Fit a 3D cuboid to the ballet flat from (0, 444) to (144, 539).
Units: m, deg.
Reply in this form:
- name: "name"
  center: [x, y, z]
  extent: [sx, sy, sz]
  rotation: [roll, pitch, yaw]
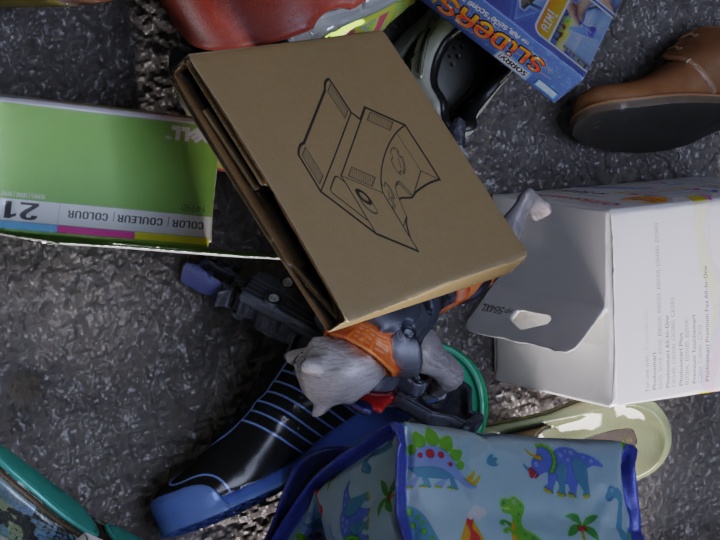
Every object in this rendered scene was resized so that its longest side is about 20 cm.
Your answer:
- name: "ballet flat"
  center: [-0.167, 0.166, 1.389]
  extent: [0.200, 0.074, 0.074]
  rotation: [37, 75, -27]

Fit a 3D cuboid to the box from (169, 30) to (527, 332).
- name: "box"
  center: [-0.002, -0.054, 1.322]
  extent: [0.164, 0.021, 0.200]
  rotation: [58, 31, 10]

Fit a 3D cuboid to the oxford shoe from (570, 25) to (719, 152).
- name: "oxford shoe"
  center: [0.217, -0.125, 1.615]
  extent: [0.200, 0.071, 0.071]
  rotation: [-12, 72, -30]

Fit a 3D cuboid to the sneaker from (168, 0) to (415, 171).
- name: "sneaker"
  center: [-0.036, -0.130, 1.444]
  extent: [0.200, 0.078, 0.090]
  rotation: [-37, 140, -31]

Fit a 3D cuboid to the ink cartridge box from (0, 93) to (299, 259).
- name: "ink cartridge box"
  center: [-0.138, -0.052, 1.301]
  extent: [0.148, 0.200, 0.076]
  rotation: [5, 93, -33]

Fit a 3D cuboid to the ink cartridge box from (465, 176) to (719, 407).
- name: "ink cartridge box"
  center: [0.180, 0.011, 1.555]
  extent: [0.200, 0.129, 0.125]
  rotation: [-6, 98, -33]

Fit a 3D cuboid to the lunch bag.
- name: "lunch bag"
  center: [0.047, 0.166, 1.413]
  extent: [0.170, 0.200, 0.127]
  rotation: [7, 63, -26]

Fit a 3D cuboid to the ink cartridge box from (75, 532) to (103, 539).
- name: "ink cartridge box"
  center: [-0.120, 0.250, 1.374]
  extent: [0.200, 0.083, 0.147]
  rotation: [31, 120, -31]

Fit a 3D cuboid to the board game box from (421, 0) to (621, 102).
- name: "board game box"
  center: [0.107, -0.214, 1.475]
  extent: [0.135, 0.034, 0.200]
  rotation: [37, 52, -11]

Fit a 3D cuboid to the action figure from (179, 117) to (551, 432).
- name: "action figure"
  center: [0.000, 0.000, 1.416]
  extent: [0.200, 0.105, 0.194]
  rotation: [23, 52, 6]

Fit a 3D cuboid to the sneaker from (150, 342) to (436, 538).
- name: "sneaker"
  center: [-0.048, 0.088, 1.461]
  extent: [0.200, 0.070, 0.078]
  rotation: [-27, 83, -20]

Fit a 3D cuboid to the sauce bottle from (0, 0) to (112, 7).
- name: "sauce bottle"
  center: [-0.150, -0.172, 1.281]
  extent: [0.066, 0.200, 0.066]
  rotation: [-3, 96, -34]

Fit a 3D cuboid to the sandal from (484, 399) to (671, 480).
- name: "sandal"
  center: [0.102, 0.133, 1.529]
  extent: [0.201, 0.057, 0.080]
  rotation: [-23, 113, 2]

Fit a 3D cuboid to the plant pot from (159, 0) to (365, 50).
- name: "plant pot"
  center: [-0.071, -0.240, 1.340]
  extent: [0.201, 0.201, 0.195]
  rotation: [-38, 121, -24]

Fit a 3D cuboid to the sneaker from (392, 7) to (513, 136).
- name: "sneaker"
  center: [0.082, -0.159, 1.499]
  extent: [0.076, 0.088, 0.200]
  rotation: [33, 76, -29]

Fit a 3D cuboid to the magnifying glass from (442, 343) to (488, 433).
- name: "magnifying glass"
  center: [0.018, 0.139, 1.510]
  extent: [0.080, 0.022, 0.200]
  rotation: [22, 93, 11]
